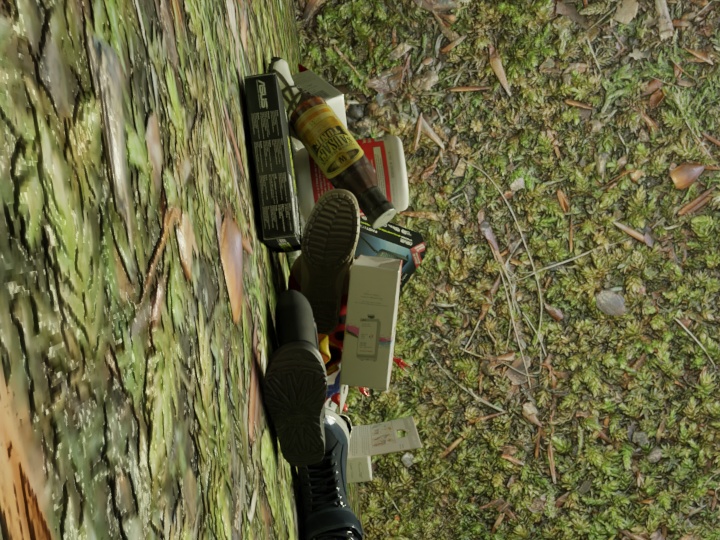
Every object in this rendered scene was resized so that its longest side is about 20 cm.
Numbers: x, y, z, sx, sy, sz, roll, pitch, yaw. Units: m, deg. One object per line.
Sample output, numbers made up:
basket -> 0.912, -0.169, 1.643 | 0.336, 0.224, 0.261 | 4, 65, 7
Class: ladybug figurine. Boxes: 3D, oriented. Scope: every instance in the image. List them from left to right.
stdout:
ladybug figurine -> -0.050, 0.054, 1.224 | 0.072, 0.134, 0.201 | -65, 159, -44

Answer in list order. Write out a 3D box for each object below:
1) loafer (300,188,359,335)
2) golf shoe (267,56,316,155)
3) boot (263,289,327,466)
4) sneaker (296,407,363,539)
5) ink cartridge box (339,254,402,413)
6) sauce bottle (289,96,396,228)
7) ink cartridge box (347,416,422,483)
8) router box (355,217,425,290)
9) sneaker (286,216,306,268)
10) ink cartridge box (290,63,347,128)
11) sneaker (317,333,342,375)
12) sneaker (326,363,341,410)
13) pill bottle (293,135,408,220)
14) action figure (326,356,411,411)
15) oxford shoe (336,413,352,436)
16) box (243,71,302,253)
loafer -> -0.047, -0.014, 1.108 | 0.068, 0.075, 0.202 | -98, -159, -75
golf shoe -> -0.106, -0.272, 1.365 | 0.078, 0.093, 0.202 | 80, 1, -64
boot -> -0.069, 0.088, 0.921 | 0.201, 0.065, 0.166 | -92, -176, -55
sneaker -> -0.040, 0.278, 1.003 | 0.147, 0.076, 0.204 | -102, -175, -52
ink cartridge box -> 0.014, 0.087, 1.118 | 0.116, 0.067, 0.202 | -57, 154, -81
sauce bottle -> -0.021, -0.147, 1.126 | 0.201, 0.066, 0.066 | 53, -10, 17
ink cartridge box -> 0.010, 0.295, 1.352 | 0.200, 0.174, 0.045 | -95, 178, -87
router box -> 0.000, 0.000, 1.424 | 0.201, 0.149, 0.062 | -57, -155, 33
sneaker -> -0.067, -0.066, 1.337 | 0.201, 0.114, 0.075 | 82, 0, -46
ink cartridge box -> -0.097, -0.265, 1.563 | 0.176, 0.083, 0.201 | 45, -28, 44
sneaker -> -0.060, 0.133, 1.138 | 0.200, 0.076, 0.074 | 86, -3, -78
sneaker -> -0.034, 0.189, 1.384 | 0.075, 0.114, 0.201 | -97, 180, -55
pill bottle -> -0.033, -0.132, 1.214 | 0.112, 0.198, 0.114 | 173, -90, -89
action figure -> 0.002, 0.167, 1.236 | 0.099, 0.065, 0.201 | 41, -47, 23
oxford shoe -> -0.046, 0.245, 1.207 | 0.200, 0.073, 0.072 | 90, -10, -81
box -> -0.109, -0.130, 1.065 | 0.193, 0.047, 0.202 | 123, -40, -85
